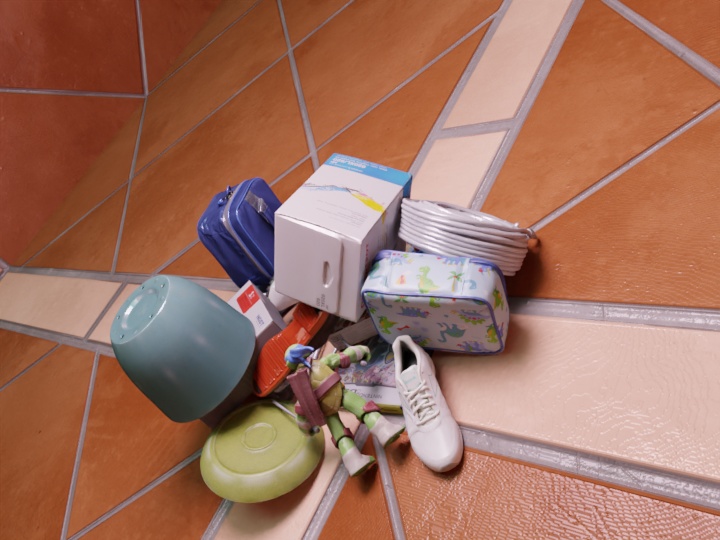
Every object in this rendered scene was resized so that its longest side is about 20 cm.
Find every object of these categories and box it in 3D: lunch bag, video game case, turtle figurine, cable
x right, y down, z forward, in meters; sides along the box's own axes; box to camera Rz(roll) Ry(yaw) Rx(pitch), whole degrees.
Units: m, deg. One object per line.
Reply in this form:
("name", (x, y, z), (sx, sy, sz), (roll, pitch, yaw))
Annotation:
("lunch bag", (-0.201, -0.076, 1.405), (0.130, 0.201, 0.137), (-14, 38, 31))
("lunch bag", (0.108, 0.050, 1.048), (0.196, 0.162, 0.084), (3, 54, 25))
("video game case", (0.038, 0.128, 1.177), (0.178, 0.026, 0.203), (-5, 49, 43))
("turtle figurine", (-0.026, 0.189, 1.086), (0.143, 0.201, 0.195), (-34, 69, -20))
("cable", (0.151, -0.053, 1.104), (0.197, 0.199, 0.071), (20, 102, 21))

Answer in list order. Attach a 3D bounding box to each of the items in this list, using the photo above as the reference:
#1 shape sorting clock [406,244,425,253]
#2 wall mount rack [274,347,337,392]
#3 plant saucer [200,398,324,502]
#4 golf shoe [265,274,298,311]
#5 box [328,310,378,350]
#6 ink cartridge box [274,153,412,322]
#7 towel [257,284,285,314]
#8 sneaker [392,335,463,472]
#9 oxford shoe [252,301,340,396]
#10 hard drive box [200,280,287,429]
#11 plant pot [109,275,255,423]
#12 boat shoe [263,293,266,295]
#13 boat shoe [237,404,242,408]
("shape sorting clock", (0.104, -0.035, 1.264), (0.197, 0.039, 0.202), (-28, 33, 20))
("wall mount rack", (-0.136, 0.149, 1.292), (0.197, 0.075, 0.176), (-11, 48, 40))
("plant saucer", (-0.153, 0.264, 1.145), (0.195, 0.032, 0.202), (-6, 34, 4))
("golf shoe", (-0.084, 0.016, 1.363), (0.199, 0.078, 0.094), (-38, 43, -12))
("box", (0.033, 0.070, 1.187), (0.197, 0.042, 0.039), (-26, 36, 25))
("ink cartridge box", (-0.025, -0.056, 1.131), (0.142, 0.150, 0.201), (18, 39, 17))
("towel", (-0.169, 0.043, 1.465), (0.200, 0.049, 0.111), (-46, 34, -4))
("sneaker", (0.080, 0.177, 1.012), (0.069, 0.081, 0.203), (-25, 49, 7))
("oxford shoe", (-0.096, 0.124, 1.178), (0.201, 0.072, 0.071), (-51, 50, 12))
("hard drive box", (-0.217, 0.139, 1.260), (0.200, 0.077, 0.156), (-44, 34, -1))
("plant pot", (-0.289, 0.106, 1.157), (0.198, 0.161, 0.203), (-27, 37, 23))
("boat shoe", (-0.228, 0.127, 1.390), (0.066, 0.069, 0.203), (27, 92, 40))
("boat shoe", (-0.202, 0.300, 1.217), (0.068, 0.072, 0.201), (-61, 28, 22))
